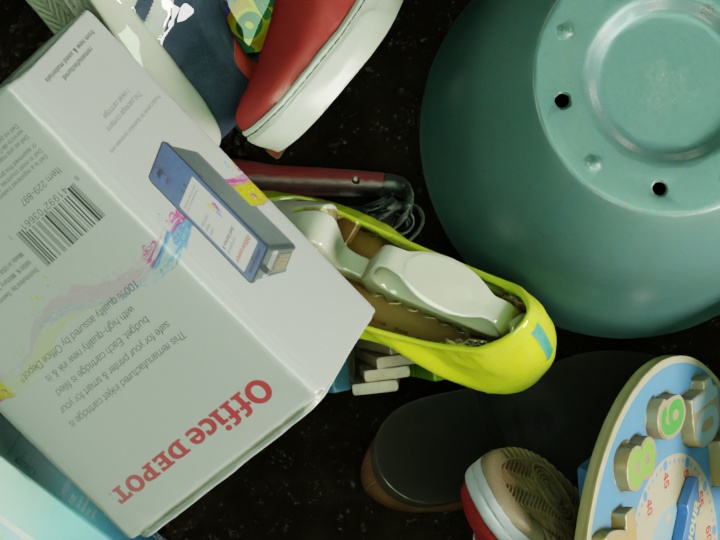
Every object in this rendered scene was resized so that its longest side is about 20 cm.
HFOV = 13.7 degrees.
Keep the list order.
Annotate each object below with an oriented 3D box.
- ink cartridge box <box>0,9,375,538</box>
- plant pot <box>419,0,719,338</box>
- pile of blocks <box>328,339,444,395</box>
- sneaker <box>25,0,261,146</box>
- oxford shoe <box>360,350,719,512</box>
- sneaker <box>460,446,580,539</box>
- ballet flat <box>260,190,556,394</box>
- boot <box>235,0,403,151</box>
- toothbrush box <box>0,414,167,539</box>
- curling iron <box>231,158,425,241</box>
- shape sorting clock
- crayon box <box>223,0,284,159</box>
[{"bbox_3d":[-0.116,0.005,1.382,0.200,0.088,0.145,46,125,-7],"label":"ink cartridge box"},{"bbox_3d":[0.134,-0.075,1.405,0.200,0.161,0.201,0,83,-4],"label":"plant pot"},{"bbox_3d":[-0.013,0.026,1.476,0.200,0.082,0.062,-7,97,0],"label":"pile of blocks"},{"bbox_3d":[-0.112,-0.149,1.399,0.085,0.075,0.200,-46,117,-24],"label":"sneaker"},{"bbox_3d":[0.094,0.084,1.498,0.200,0.071,0.071,-5,75,-16],"label":"oxford shoe"},{"bbox_3d":[0.070,0.153,1.448,0.112,0.200,0.071,-29,58,16],"label":"sneaker"},{"bbox_3d":[0.000,0.000,1.419,0.200,0.067,0.067,21,72,14],"label":"ballet flat"},{"bbox_3d":[-0.043,-0.166,1.390,0.144,0.072,0.200,33,68,-17],"label":"boot"},{"bbox_3d":[-0.212,0.143,1.485,0.200,0.085,0.146,38,95,-4],"label":"toothbrush box"},{"bbox_3d":[-0.067,-0.040,1.488,0.200,0.050,0.026,10,138,4],"label":"curling iron"},{"bbox_3d":[0.148,0.140,1.419,0.039,0.200,0.200,0,98,26],"label":"shape sorting clock"},{"bbox_3d":[-0.083,-0.161,1.468,0.200,0.051,0.127,36,94,-5],"label":"crayon box"}]
